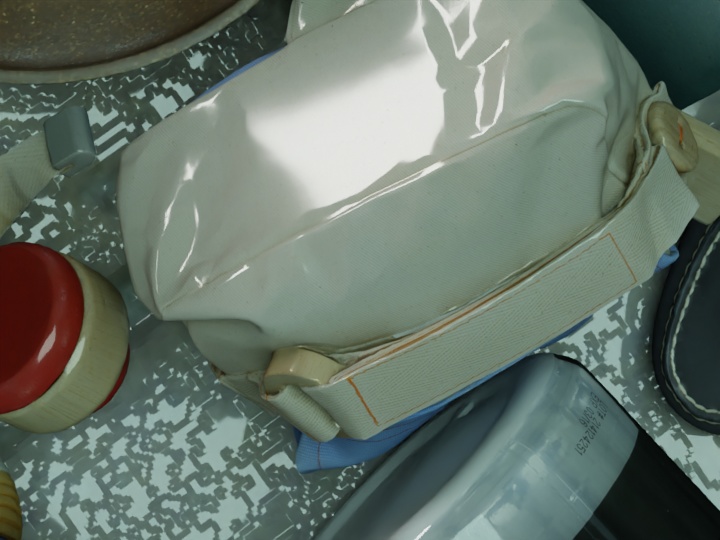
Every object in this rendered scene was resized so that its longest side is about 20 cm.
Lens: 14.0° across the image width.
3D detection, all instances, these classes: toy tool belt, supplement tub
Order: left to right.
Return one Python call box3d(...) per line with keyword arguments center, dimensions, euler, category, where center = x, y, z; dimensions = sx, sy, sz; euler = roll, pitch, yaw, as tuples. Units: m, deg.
box3d(center=(0.000, 0.000, 0.774), dimensions=(0.199, 0.123, 0.125), euler=(-30, 54, 20), category="toy tool belt")
box3d(center=(0.076, 0.131, 0.788), dimensions=(0.123, 0.123, 0.200), euler=(-44, 95, -8), category="supplement tub")

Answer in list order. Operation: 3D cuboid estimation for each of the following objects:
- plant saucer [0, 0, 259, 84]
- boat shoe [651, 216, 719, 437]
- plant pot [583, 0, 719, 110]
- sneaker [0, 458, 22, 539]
box3d(center=(-0.083, -0.151, 0.785), dimensions=(0.199, 0.037, 0.202), euler=(1, 95, 11), category="plant saucer")
box3d(center=(0.139, -0.034, 0.799), dimensions=(0.073, 0.063, 0.200), euler=(42, 110, 15), category="boat shoe")
box3d(center=(0.100, -0.138, 0.760), dimensions=(0.141, 0.200, 0.142), euler=(-41, 95, -9), category="plant pot")
box3d(center=(-0.190, 0.082, 0.778), dimensions=(0.199, 0.075, 0.088), euler=(-28, 71, -7), category="sneaker")
